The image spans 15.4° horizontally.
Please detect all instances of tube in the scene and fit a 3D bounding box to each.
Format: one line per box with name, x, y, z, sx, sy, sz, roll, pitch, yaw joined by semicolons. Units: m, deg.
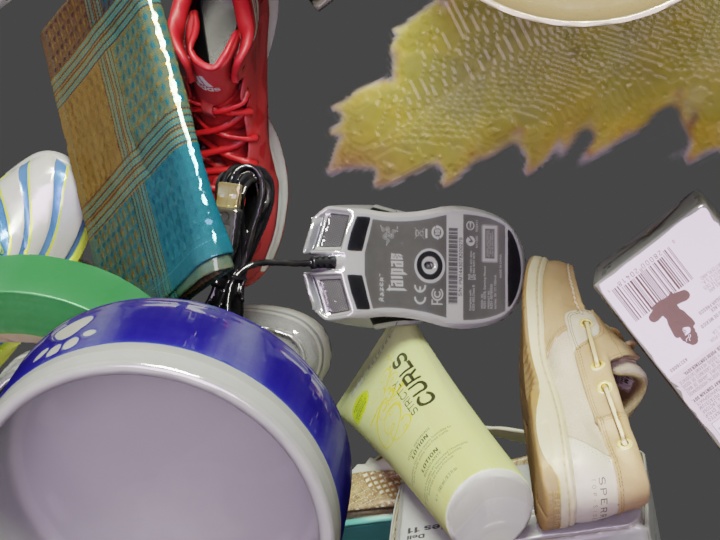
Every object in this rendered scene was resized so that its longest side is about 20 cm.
tube;0.035;0.089;1.479;0.058;0.200;0.052;-20;118;-10

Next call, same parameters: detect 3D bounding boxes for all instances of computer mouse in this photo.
computer mouse;0.000;0.000;1.509;0.200;0.044;0.110;4;84;-26

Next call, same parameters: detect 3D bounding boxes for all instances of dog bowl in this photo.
dog bowl;-0.106;0.118;1.405;0.200;0.079;0.200;4;117;8

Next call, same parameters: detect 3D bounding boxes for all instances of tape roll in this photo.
tape roll;-0.178;0.090;1.474;0.200;0.048;0.201;4;117;8

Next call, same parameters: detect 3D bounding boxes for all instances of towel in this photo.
towel;-0.127;-0.071;1.487;0.022;0.147;0.200;-7;75;-30

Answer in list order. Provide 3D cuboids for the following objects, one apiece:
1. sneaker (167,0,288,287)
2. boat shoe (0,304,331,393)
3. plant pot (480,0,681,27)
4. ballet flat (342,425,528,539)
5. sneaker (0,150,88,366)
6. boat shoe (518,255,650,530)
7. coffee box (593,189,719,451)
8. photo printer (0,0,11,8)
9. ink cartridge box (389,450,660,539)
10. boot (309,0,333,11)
sneaker;-0.087;-0.085;1.504;0.078;0.116;0.200;-3;95;8
boat shoe;-0.118;0.061;1.548;0.200;0.069;0.072;-2;96;8
plant pot;0.113;-0.225;1.349;0.200;0.134;0.201;1;96;6
ballet flat;0.053;0.125;1.544;0.200;0.071;0.065;-4;69;5
sneaker;-0.228;0.021;1.540;0.076;0.105;0.200;34;100;2
boat shoe;0.124;0.066;1.467;0.069;0.200;0.074;-2;131;1
coffee box;0.220;0.059;1.482;0.080;0.114;0.200;-38;91;8
photo printer;-0.234;-0.234;1.531;0.200;0.069;0.167;-34;91;9
ink cartridge box;0.106;0.210;1.494;0.146;0.083;0.200;-8;118;8
boot;-0.071;-0.224;1.458;0.069;0.174;0.200;-44;89;10
